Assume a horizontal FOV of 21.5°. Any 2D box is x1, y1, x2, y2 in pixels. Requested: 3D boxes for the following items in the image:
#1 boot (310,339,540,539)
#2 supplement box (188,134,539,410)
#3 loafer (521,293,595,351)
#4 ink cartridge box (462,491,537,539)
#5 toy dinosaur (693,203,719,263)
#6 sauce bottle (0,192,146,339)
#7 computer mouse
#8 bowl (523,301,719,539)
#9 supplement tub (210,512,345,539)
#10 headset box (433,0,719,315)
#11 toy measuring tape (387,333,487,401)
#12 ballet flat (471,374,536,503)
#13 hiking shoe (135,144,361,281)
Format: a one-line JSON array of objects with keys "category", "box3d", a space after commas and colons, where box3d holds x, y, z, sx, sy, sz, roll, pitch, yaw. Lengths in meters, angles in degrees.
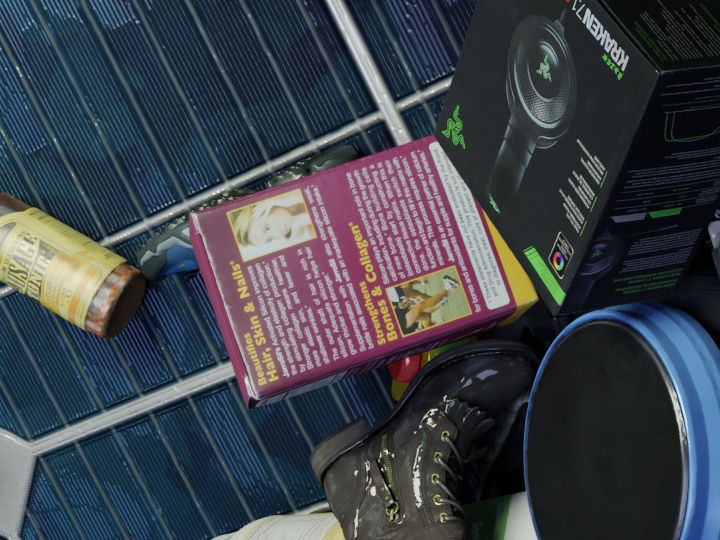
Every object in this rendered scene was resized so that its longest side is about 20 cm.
[{"category": "boot", "box3d": [0.058, 0.157, 1.261, 0.200, 0.174, 0.069, -36, 135, 17]}, {"category": "supplement box", "box3d": [0.000, 0.000, 1.258, 0.200, 0.103, 0.131, -18, 83, -7]}, {"category": "loafer", "box3d": [0.124, -0.013, 1.288, 0.072, 0.063, 0.200, -10, 104, 27]}, {"category": "ink cartridge box", "box3d": [0.176, 0.222, 1.309, 0.200, 0.084, 0.145, -15, 112, 17]}, {"category": "toy dinosaur", "box3d": [0.260, -0.015, 1.211, 0.200, 0.102, 0.136, -11, 117, 24]}, {"category": "sauce bottle", "box3d": [-0.262, -0.018, 1.464, 0.200, 0.066, 0.066, 27, 118, 14]}, {"category": "computer mouse", "box3d": [0.204, 0.031, 1.200, 0.139, 0.053, 0.200, 67, 162, -11]}, {"category": "bowl", "box3d": [0.164, 0.119, 1.172, 0.201, 0.039, 0.201, -5, 84, 64]}, {"category": "supplement tub", "box3d": [-0.023, 0.251, 1.395, 0.200, 0.145, 0.145, -10, 104, 40]}, {"category": "headset box", "box3d": [0.138, -0.097, 1.128, 0.174, 0.093, 0.200, 60, 146, 37]}, {"category": "toy measuring tape", "box3d": [0.051, 0.095, 1.353, 0.074, 0.074, 0.200, 14, 111, 19]}, {"category": "ballet flat", "box3d": [0.108, 0.160, 1.362, 0.066, 0.057, 0.200, 15, 114, 20]}, {"category": "hiking shoe", "box3d": [-0.075, -0.018, 1.371, 0.200, 0.074, 0.087, -20, 99, 29]}]
